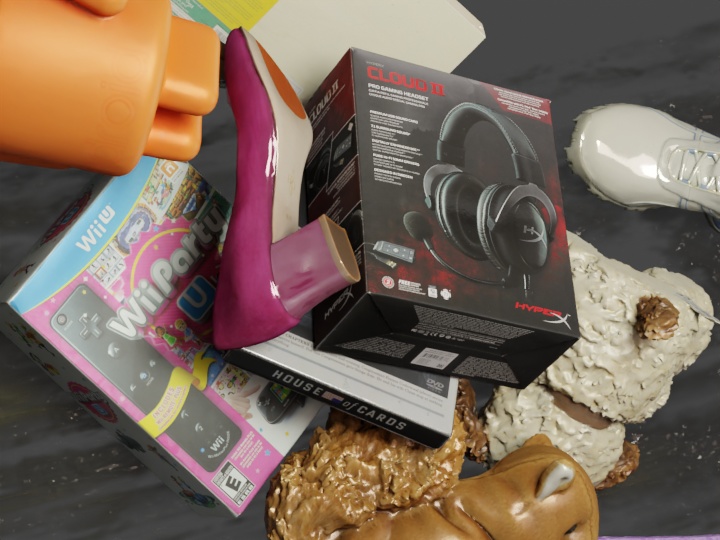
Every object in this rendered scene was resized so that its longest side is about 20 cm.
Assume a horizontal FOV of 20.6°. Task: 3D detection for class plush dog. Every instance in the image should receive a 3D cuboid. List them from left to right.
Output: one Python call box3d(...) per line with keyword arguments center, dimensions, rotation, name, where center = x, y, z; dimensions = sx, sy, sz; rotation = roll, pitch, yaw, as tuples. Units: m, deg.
box3d(center=(0.148, 0.077, 1.338), dimensions=(0.199, 0.161, 0.173), rotation=(22, 104, -21), name="plush dog")

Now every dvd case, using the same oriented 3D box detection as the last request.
box3d(center=(0.000, 0.000, 1.244), dimensions=(0.150, 0.025, 0.201), rotation=(23, 51, -16), name="dvd case")

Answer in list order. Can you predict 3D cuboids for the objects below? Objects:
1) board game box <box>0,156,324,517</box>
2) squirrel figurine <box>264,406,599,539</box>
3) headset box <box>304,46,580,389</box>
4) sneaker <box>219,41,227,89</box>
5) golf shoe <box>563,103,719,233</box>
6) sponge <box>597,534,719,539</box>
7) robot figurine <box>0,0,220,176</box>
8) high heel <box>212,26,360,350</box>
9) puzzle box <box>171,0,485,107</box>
box3d(center=(-0.114, 0.035, 1.244), dimensions=(0.200, 0.064, 0.148), rotation=(44, 69, -17), name="board game box")
box3d(center=(0.048, 0.155, 1.246), dimensions=(0.186, 0.142, 0.201), rotation=(-35, 93, 3), name="squirrel figurine")
box3d(center=(0.047, -0.040, 1.232), dimensions=(0.148, 0.077, 0.201), rotation=(13, 55, -24), name="headset box")
box3d(center=(-0.166, -0.112, 1.225), dimensions=(0.199, 0.077, 0.089), rotation=(4, 86, -18), name="sneaker")
box3d(center=(0.245, -0.073, 1.408), dimensions=(0.199, 0.097, 0.079), rotation=(15, 82, -23), name="golf shoe")
box3d(center=(0.225, 0.245, 1.414), dimensions=(0.199, 0.030, 0.112), rotation=(3, 86, -26), name="sponge")
box3d(center=(-0.181, -0.122, 1.121), dimensions=(0.199, 0.144, 0.118), rotation=(11, 85, -14), name="robot figurine")
box3d(center=(-0.073, -0.052, 1.176), dimensions=(0.067, 0.096, 0.201), rotation=(42, 24, -52), name="high heel")
box3d(center=(-0.034, -0.171, 1.269), dimensions=(0.200, 0.025, 0.133), rotation=(40, 110, -22), name="puzzle box")
